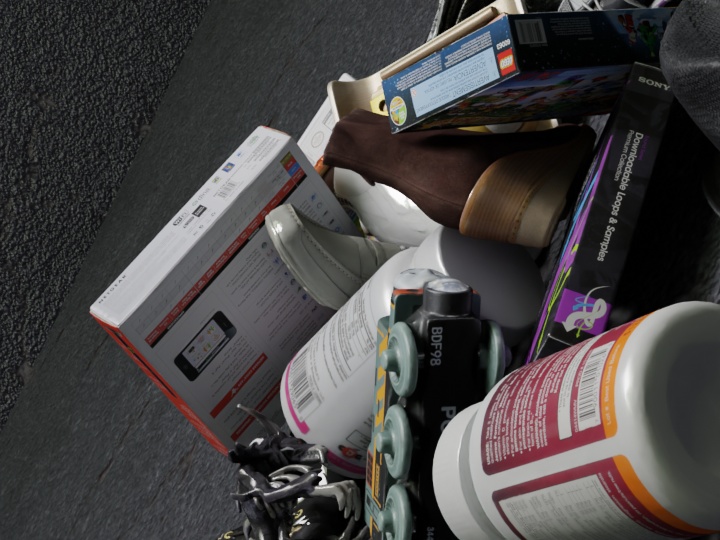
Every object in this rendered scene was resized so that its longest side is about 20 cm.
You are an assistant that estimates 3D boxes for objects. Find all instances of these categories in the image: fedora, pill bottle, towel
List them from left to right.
[{"bbox_3d":[0.037,0.055,1.128,0.200,0.113,0.114,-45,22,39],"label":"pill bottle"},{"bbox_3d":[0.074,-0.201,1.424,0.200,0.034,0.195,-59,-13,-74],"label":"towel"},{"bbox_3d":[0.125,0.093,0.816,0.200,0.109,0.110,-31,33,58],"label":"pill bottle"},{"bbox_3d":[0.231,-0.124,0.895,0.201,0.091,0.201,-53,18,25],"label":"fedora"}]

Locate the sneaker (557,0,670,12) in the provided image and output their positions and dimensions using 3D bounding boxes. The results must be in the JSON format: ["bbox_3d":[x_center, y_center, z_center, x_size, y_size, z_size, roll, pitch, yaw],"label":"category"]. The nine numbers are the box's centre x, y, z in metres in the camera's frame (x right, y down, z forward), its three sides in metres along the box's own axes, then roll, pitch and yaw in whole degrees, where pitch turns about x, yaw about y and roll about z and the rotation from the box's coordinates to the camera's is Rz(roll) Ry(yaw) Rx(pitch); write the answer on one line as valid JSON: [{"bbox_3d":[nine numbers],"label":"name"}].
[{"bbox_3d":[0.197,-0.194,1.163,0.141,0.077,0.200,-60,7,6],"label":"sneaker"}]

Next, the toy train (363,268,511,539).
[{"bbox_3d":[0.042,0.098,1.004,0.114,0.084,0.203,-138,48,-70],"label":"toy train"}]

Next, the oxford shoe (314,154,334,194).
[{"bbox_3d":[-0.045,-0.015,1.334,0.202,0.072,0.071,-63,4,-3],"label":"oxford shoe"}]

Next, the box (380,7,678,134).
[{"bbox_3d":[0.132,-0.132,1.028,0.136,0.198,0.038,-21,80,55],"label":"box"}]

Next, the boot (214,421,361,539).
[{"bbox_3d":[-0.060,0.190,1.257,0.199,0.073,0.152,-24,40,57],"label":"boot"}]

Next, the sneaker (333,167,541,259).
[{"bbox_3d":[0.059,-0.044,1.211,0.199,0.076,0.081,33,124,35],"label":"sneaker"}]

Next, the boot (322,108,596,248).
[{"bbox_3d":[0.074,-0.086,1.095,0.200,0.165,0.073,-48,-21,-64],"label":"boot"}]

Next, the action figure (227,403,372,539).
[{"bbox_3d":[-0.038,0.186,1.101,0.119,0.101,0.202,58,-158,-63],"label":"action figure"}]

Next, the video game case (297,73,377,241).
[{"bbox_3d":[0.012,-0.059,1.344,0.200,0.018,0.144,43,104,33],"label":"video game case"}]

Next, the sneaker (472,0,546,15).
[{"bbox_3d":[0.119,-0.170,1.375,0.087,0.077,0.201,112,177,-49],"label":"sneaker"}]

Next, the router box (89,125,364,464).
[{"bbox_3d":[-0.085,0.022,1.229,0.200,0.180,0.049,-48,37,-16],"label":"router box"}]

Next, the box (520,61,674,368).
[{"bbox_3d":[0.144,-0.011,0.981,0.143,0.036,0.202,103,-171,-63],"label":"box"}]

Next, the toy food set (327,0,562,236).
[{"bbox_3d":[0.065,-0.133,1.268,0.199,0.060,0.145,-27,68,31],"label":"toy food set"}]

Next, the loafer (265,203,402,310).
[{"bbox_3d":[0.000,0.000,1.203,0.070,0.200,0.070,-38,49,12],"label":"loafer"}]
